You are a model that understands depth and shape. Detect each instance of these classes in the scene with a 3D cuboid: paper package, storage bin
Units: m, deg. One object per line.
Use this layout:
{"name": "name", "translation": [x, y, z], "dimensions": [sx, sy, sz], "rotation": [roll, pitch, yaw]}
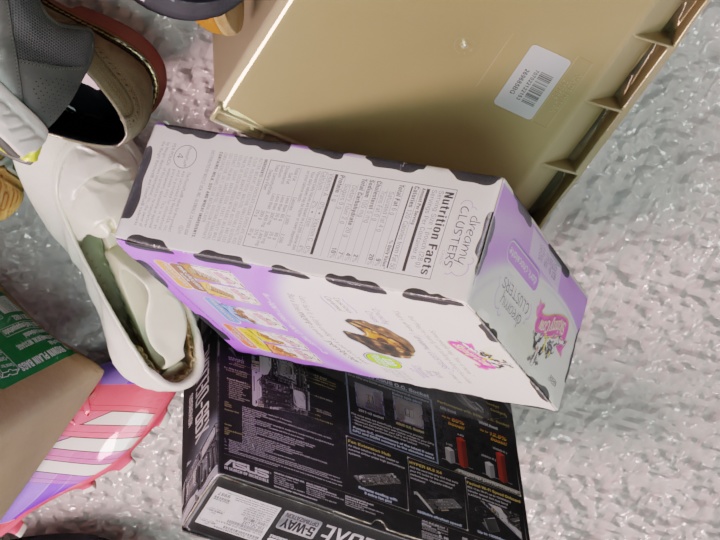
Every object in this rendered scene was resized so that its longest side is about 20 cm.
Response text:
{"name": "paper package", "translation": [-0.262, 0.112, 1.318], "dimensions": [0.103, 0.200, 0.191], "rotation": [41, 113, 7]}
{"name": "storage bin", "translation": [0.050, -0.139, 1.230], "dimensions": [0.198, 0.094, 0.200], "rotation": [22, 124, -20]}

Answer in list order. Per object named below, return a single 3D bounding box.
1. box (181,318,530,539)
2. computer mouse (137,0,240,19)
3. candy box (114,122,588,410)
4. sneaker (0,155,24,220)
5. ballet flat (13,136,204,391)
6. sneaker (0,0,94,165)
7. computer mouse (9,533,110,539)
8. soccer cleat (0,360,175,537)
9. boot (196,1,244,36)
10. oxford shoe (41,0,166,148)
{"name": "box", "translation": [-0.003, 0.107, 1.381], "dimensions": [0.200, 0.158, 0.050], "rotation": [19, 125, -18]}
{"name": "computer mouse", "translation": [-0.085, -0.208, 1.115], "dimensions": [0.138, 0.200, 0.053], "rotation": [7, 167, -24]}
{"name": "candy box", "translation": [0.000, 0.000, 1.261], "dimensions": [0.200, 0.072, 0.168], "rotation": [10, 162, 24]}
{"name": "sneaker", "translation": [-0.276, -0.076, 1.287], "dimensions": [0.200, 0.076, 0.088], "rotation": [26, 149, -28]}
{"name": "ballet flat", "translation": [-0.130, -0.017, 1.316], "dimensions": [0.069, 0.069, 0.200], "rotation": [-15, 118, 9]}
{"name": "sneaker", "translation": [-0.209, -0.141, 1.153], "dimensions": [0.085, 0.074, 0.200], "rotation": [-52, 123, -17]}
{"name": "computer mouse", "translation": [-0.212, 0.196, 1.476], "dimensions": [0.200, 0.139, 0.053], "rotation": [-2, 111, -13]}
{"name": "soccer cleat", "translation": [-0.189, 0.098, 1.425], "dimensions": [0.200, 0.067, 0.076], "rotation": [-36, 117, 26]}
{"name": "boot", "translation": [-0.155, -0.186, 1.187], "dimensions": [0.144, 0.071, 0.201], "rotation": [-20, 110, 15]}
{"name": "oxford shoe", "translation": [-0.197, -0.119, 1.231], "dimensions": [0.200, 0.075, 0.071], "rotation": [19, 117, -4]}
